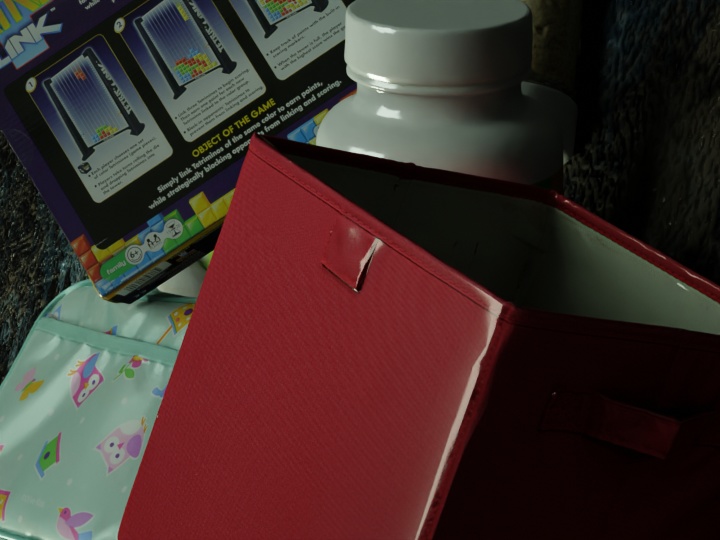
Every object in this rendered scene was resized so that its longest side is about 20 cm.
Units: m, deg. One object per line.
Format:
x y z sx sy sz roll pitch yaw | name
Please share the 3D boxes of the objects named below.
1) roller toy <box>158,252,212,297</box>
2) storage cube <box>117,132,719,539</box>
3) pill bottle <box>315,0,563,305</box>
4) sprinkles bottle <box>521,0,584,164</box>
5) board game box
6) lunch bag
-0.090 0.086 1.384 0.200 0.139 0.183 -43 42 43 | roller toy
0.038 0.070 0.916 0.200 0.170 0.180 36 111 48 | storage cube
0.035 -0.019 1.065 0.111 0.111 0.201 -130 37 -66 | pill bottle
0.079 -0.151 1.155 0.068 0.068 0.201 155 124 -66 | sprinkles bottle
-0.083 -0.105 1.186 0.166 0.200 0.057 59 -174 9 | board game box
-0.118 0.083 1.211 0.200 0.077 0.161 10 70 50 | lunch bag
